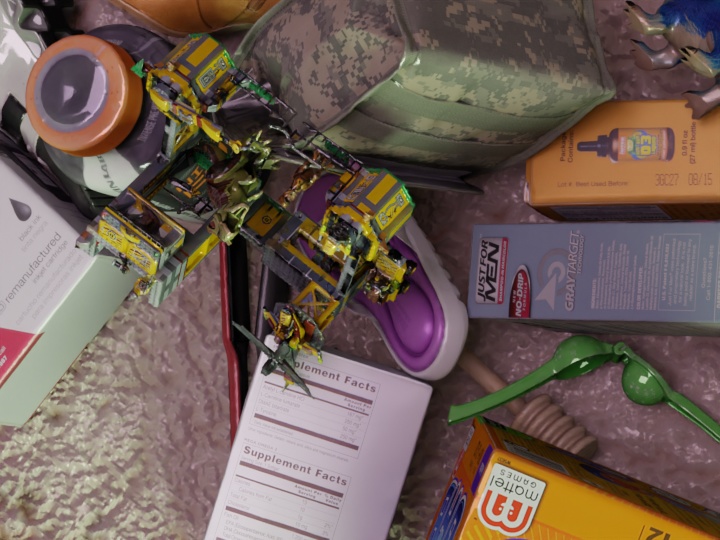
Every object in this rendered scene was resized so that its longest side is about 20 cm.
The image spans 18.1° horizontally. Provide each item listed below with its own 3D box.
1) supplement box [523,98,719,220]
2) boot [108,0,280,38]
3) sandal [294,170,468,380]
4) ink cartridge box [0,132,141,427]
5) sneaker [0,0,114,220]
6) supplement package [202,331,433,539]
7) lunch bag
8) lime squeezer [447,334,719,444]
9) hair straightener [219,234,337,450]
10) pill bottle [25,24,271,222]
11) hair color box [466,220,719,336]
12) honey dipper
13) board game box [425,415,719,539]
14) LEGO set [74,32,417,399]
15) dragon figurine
[{"bbox_3d":[0.203,-0.068,1.387,0.198,0.069,0.067,1,82,18],"label":"supplement box"},{"bbox_3d":[-0.083,-0.217,1.499,0.200,0.071,0.145,26,100,7],"label":"boot"},{"bbox_3d":[0.003,-0.007,1.415,0.203,0.049,0.083,44,117,48],"label":"sandal"},{"bbox_3d":[-0.269,-0.014,1.541,0.200,0.083,0.146,42,98,19],"label":"ink cartridge box"},{"bbox_3d":[-0.220,-0.114,1.550,0.088,0.074,0.201,-32,73,29],"label":"sneaker"},{"bbox_3d":[-0.035,0.149,1.408,0.109,0.114,0.202,18,90,0],"label":"supplement package"},{"bbox_3d":[0.025,-0.112,1.368,0.200,0.163,0.119,-35,56,46],"label":"lunch bag"},{"bbox_3d":[0.157,0.076,1.388,0.198,0.038,0.071,11,53,1],"label":"lime squeezer"},{"bbox_3d":[-0.055,0.065,1.477,0.076,0.041,0.202,-1,83,20],"label":"hair straightener"},{"bbox_3d":[-0.137,-0.095,1.440,0.105,0.200,0.107,-3,83,21],"label":"pill bottle"},{"bbox_3d":[0.171,0.006,1.338,0.199,0.099,0.061,0,83,41],"label":"hair color box"},{"bbox_3d":[0.069,0.056,1.439,0.200,0.038,0.038,44,99,22],"label":"honey dipper"},{"bbox_3d":[0.124,0.219,1.280,0.198,0.200,0.202,21,91,0],"label":"board game box"},{"bbox_3d":[-0.075,-0.024,1.292,0.200,0.154,0.116,41,60,3],"label":"LEGO set"},{"bbox_3d":[0.226,-0.143,1.347,0.099,0.059,0.200,-31,43,-13],"label":"dragon figurine"}]
